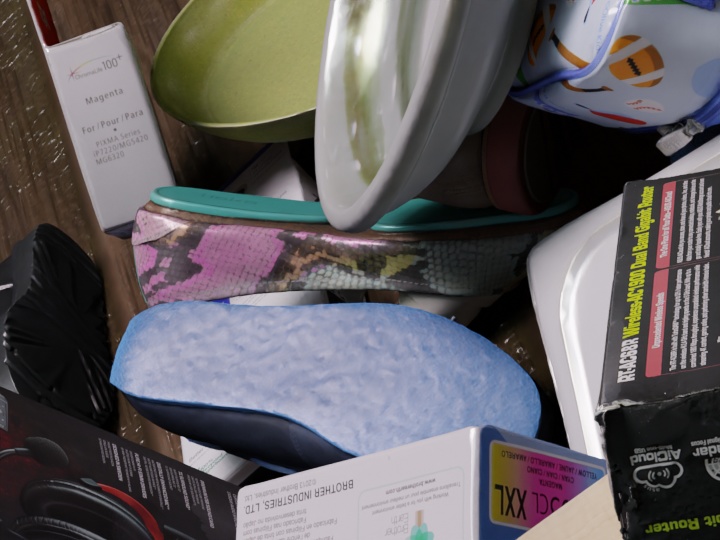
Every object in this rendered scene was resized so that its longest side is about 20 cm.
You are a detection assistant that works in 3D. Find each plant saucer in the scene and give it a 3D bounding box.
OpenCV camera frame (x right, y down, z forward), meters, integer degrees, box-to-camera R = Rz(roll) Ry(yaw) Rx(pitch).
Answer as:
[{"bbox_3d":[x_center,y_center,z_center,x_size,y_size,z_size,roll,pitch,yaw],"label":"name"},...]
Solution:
[{"bbox_3d":[0.032,-0.109,1.079,0.200,0.050,0.201,-168,90,-77],"label":"plant saucer"},{"bbox_3d":[-0.007,-0.122,1.339,0.199,0.031,0.200,-22,31,14],"label":"plant saucer"}]

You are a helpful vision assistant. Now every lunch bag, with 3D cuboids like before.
[{"bbox_3d":[0.120,-0.144,1.031,0.160,0.075,0.201,175,110,-75],"label":"lunch bag"}]

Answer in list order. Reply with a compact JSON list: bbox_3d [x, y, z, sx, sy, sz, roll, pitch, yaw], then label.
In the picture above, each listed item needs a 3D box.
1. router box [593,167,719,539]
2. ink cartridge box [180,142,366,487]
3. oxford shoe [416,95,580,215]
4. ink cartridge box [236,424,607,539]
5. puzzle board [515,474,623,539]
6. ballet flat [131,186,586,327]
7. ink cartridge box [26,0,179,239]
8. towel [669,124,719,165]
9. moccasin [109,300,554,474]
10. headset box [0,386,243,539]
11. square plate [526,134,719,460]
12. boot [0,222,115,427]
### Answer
[{"bbox_3d":[0.149,0.018,0.796,0.149,0.062,0.200,-9,18,11],"label":"router box"},{"bbox_3d":[-0.044,0.026,1.283,0.099,0.039,0.200,-43,32,21],"label":"ink cartridge box"},{"bbox_3d":[0.065,-0.103,1.183,0.074,0.071,0.200,1,39,24],"label":"oxford shoe"},{"bbox_3d":[0.020,0.168,0.965,0.136,0.076,0.201,-19,62,47],"label":"ink cartridge box"},{"bbox_3d":[0.047,0.173,0.869,0.200,0.017,0.151,-38,57,22],"label":"puzzle board"},{"bbox_3d":[0.000,0.000,1.181,0.199,0.072,0.069,0,12,10],"label":"ballet flat"},{"bbox_3d":[-0.130,-0.103,1.350,0.043,0.174,0.200,-17,1,-3],"label":"ink cartridge box"},{"bbox_3d":[0.204,-0.057,0.986,0.200,0.048,0.112,-37,42,32],"label":"towel"},{"bbox_3d":[-0.006,0.051,1.144,0.199,0.068,0.081,14,67,30],"label":"moccasin"},{"bbox_3d":[-0.098,0.137,1.084,0.075,0.199,0.149,-54,26,23],"label":"headset box"},{"bbox_3d":[0.139,0.031,0.956,0.200,0.028,0.199,-33,54,35],"label":"square plate"},{"bbox_3d":[-0.208,0.074,1.440,0.162,0.073,0.199,-42,24,17],"label":"boot"}]
